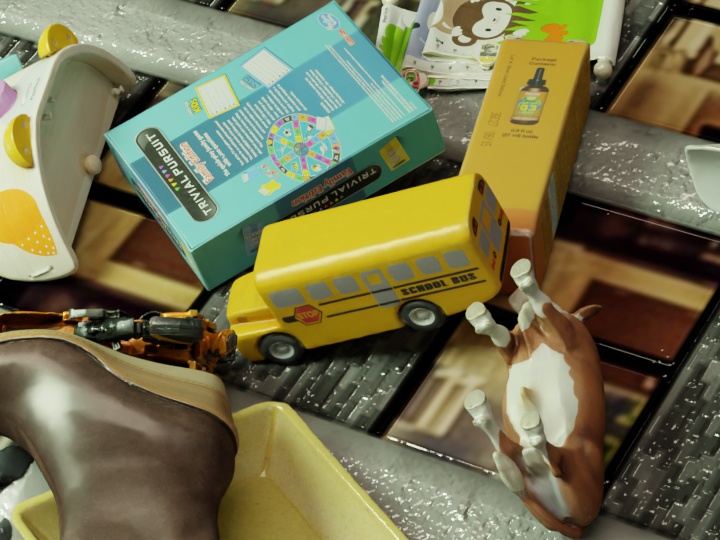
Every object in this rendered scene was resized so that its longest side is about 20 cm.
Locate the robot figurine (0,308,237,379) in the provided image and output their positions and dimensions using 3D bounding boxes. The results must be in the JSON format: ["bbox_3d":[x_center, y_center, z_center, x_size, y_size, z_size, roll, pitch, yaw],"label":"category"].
[{"bbox_3d":[-0.179,0.059,1.681,0.199,0.145,0.058,-2,80,10],"label":"robot figurine"}]

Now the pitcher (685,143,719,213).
[{"bbox_3d":[0.346,-0.090,1.719,0.200,0.121,0.172,-41,60,-12],"label":"pitcher"}]

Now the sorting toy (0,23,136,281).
[{"bbox_3d":[-0.281,-0.084,1.874,0.180,0.107,0.200,-14,41,26],"label":"sorting toy"}]

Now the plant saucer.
[{"bbox_3d":[-0.083,0.185,1.565,0.200,0.049,0.200,-22,45,-24],"label":"plant saucer"}]

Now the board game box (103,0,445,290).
[{"bbox_3d":[-0.063,-0.092,1.837,0.200,0.047,0.151,-31,48,-9],"label":"board game box"}]

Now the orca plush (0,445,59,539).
[{"bbox_3d":[-0.212,0.185,1.621,0.105,0.071,0.200,24,51,-27],"label":"orca plush"}]

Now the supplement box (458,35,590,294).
[{"bbox_3d":[0.112,-0.076,1.784,0.066,0.069,0.200,5,49,16],"label":"supplement box"}]

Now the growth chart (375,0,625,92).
[{"bbox_3d":[0.104,-0.181,1.923,0.199,0.018,0.145,-5,45,6],"label":"growth chart"}]

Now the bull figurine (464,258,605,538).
[{"bbox_3d":[0.115,0.070,1.611,0.065,0.121,0.200,-24,47,21],"label":"bull figurine"}]

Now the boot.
[{"bbox_3d":[-0.175,0.114,1.554,0.199,0.073,0.167,4,37,-2],"label":"boot"}]

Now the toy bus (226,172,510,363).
[{"bbox_3d":[0.000,0.000,1.695,0.199,0.078,0.065,-14,43,24],"label":"toy bus"}]
